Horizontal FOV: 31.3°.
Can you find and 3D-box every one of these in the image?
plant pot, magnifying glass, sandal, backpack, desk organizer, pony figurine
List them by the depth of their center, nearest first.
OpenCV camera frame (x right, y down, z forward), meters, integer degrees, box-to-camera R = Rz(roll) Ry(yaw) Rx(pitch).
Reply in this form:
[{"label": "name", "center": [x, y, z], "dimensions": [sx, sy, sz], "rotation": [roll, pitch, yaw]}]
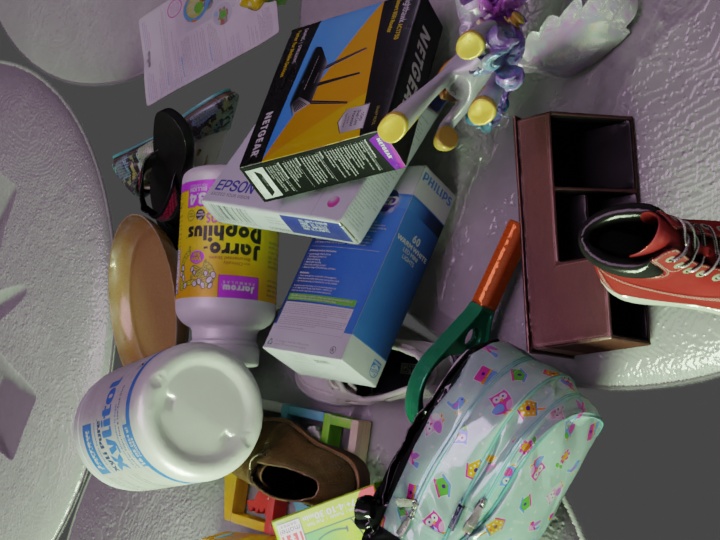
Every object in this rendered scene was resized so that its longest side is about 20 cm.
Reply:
[{"label": "backpack", "center": [0.103, 0.160, 1.052], "dimensions": [0.127, 0.167, 0.200], "rotation": [33, 102, 25]}, {"label": "desk organizer", "center": [0.182, -0.033, 1.055], "dimensions": [0.077, 0.072, 0.200], "rotation": [-12, 75, 39]}, {"label": "pony figurine", "center": [0.111, -0.192, 1.076], "dimensions": [0.167, 0.200, 0.193], "rotation": [41, 125, -6]}, {"label": "magnifying glass", "center": [0.098, 0.050, 1.125], "dimensions": [0.022, 0.080, 0.200], "rotation": [27, 91, 44]}, {"label": "sandal", "center": [-0.214, -0.093, 1.386], "dimensions": [0.075, 0.045, 0.200], "rotation": [42, 148, 22]}, {"label": "plant pot", "center": [-0.233, 0.036, 1.422], "dimensions": [0.200, 0.027, 0.200], "rotation": [17, 109, 58]}]

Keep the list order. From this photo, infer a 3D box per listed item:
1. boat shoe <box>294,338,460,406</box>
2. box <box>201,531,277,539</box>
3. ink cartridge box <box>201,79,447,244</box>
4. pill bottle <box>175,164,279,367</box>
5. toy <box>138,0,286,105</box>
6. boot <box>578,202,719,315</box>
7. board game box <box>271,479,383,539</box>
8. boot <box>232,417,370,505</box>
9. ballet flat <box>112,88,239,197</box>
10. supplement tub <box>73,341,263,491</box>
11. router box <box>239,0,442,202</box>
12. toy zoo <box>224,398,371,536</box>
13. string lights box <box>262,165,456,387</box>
[{"label": "boat shoe", "center": [0.002, 0.095, 1.202], "dimensions": [0.200, 0.066, 0.072], "rotation": [2, 84, 43]}, {"label": "box", "center": [-0.087, 0.320, 1.250], "dimensions": [0.200, 0.041, 0.119], "rotation": [-6, 90, 40]}, {"label": "ink cartridge box", "center": [-0.031, -0.122, 1.225], "dimensions": [0.196, 0.043, 0.200], "rotation": [9, 60, 44]}, {"label": "pill bottle", "center": [-0.137, -0.002, 1.322], "dimensions": [0.104, 0.104, 0.200], "rotation": [-6, 79, 42]}, {"label": "toy", "center": [-0.160, -0.267, 1.431], "dimensions": [0.200, 0.047, 0.115], "rotation": [-24, 64, 34]}, {"label": "boot", "center": [0.258, -0.009, 0.900], "dimensions": [0.200, 0.144, 0.073], "rotation": [2, 79, 19]}, {"label": "board game box", "center": [0.006, 0.295, 1.116], "dimensions": [0.101, 0.048, 0.200], "rotation": [-22, 80, 12]}, {"label": "boot", "center": [-0.085, 0.184, 1.232], "dimensions": [0.200, 0.075, 0.074], "rotation": [8, 93, 47]}, {"label": "ballet flat", "center": [-0.197, -0.136, 1.439], "dimensions": [0.200, 0.074, 0.074], "rotation": [-24, 67, 40]}, {"label": "supplement tub", "center": [-0.192, 0.148, 1.260], "dimensions": [0.200, 0.132, 0.132], "rotation": [-23, 66, 57]}, {"label": "router box", "center": [-0.014, -0.161, 1.175], "dimensions": [0.149, 0.051, 0.200], "rotation": [-12, 43, 28]}, {"label": "toy zoo", "center": [-0.076, 0.200, 1.287], "dimensions": [0.200, 0.020, 0.131], "rotation": [5, 86, 43]}, {"label": "string lights box", "center": [0.000, 0.000, 1.178], "dimensions": [0.103, 0.059, 0.200], "rotation": [6, 64, 43]}]
